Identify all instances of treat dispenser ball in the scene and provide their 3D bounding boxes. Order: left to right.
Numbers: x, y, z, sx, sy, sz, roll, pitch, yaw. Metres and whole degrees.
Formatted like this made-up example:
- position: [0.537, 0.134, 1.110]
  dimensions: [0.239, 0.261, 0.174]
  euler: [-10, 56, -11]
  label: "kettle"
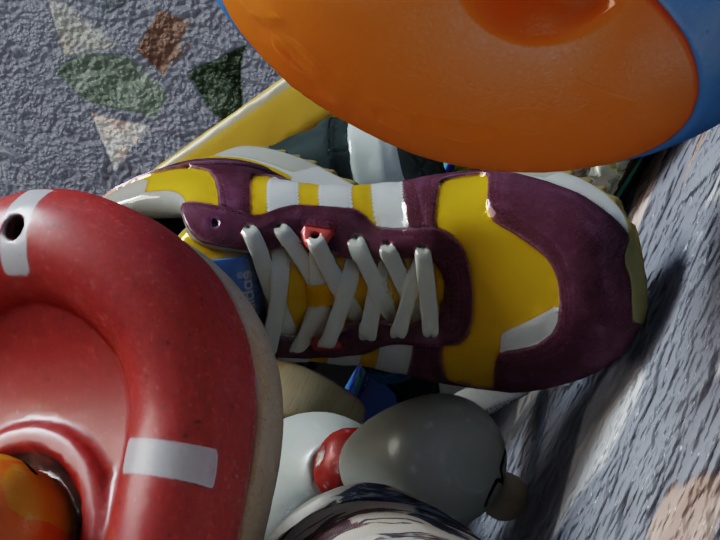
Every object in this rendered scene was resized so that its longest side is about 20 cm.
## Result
- position: [0.045, -0.126, 0.686]
  dimensions: [0.201, 0.201, 0.201]
  euler: [-157, 90, -86]
  label: "treat dispenser ball"

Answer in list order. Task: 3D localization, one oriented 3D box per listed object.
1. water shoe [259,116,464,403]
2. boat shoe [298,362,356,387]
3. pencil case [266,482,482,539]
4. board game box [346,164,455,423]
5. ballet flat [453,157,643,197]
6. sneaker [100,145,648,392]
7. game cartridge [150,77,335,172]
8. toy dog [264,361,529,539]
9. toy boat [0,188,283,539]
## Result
- position: [0.000, 0.000, 0.977]
  dimensions: [0.200, 0.079, 0.072]
  euler: [71, -167, -58]
  label: "water shoe"
- position: [-0.053, 0.052, 1.050]
  dimensions: [0.065, 0.074, 0.200]
  euler: [-18, 21, 38]
  label: "boat shoe"
- position: [0.007, 0.112, 0.722]
  dimensions: [0.200, 0.078, 0.090]
  euler: [-152, 83, -86]
  label: "pencil case"
- position: [0.040, -0.006, 1.167]
  dimensions: [0.200, 0.045, 0.152]
  euler: [-99, 33, -83]
  label: "board game box"
- position: [0.082, -0.073, 0.879]
  dimensions: [0.200, 0.064, 0.076]
  euler: [118, 176, -45]
  label: "ballet flat"
- position: [-0.007, 0.005, 0.810]
  dimensions: [0.090, 0.200, 0.075]
  euler: [-20, -71, -46]
  label: "sneaker"
- position: [-0.044, -0.032, 1.030]
  dimensions: [0.200, 0.032, 0.176]
  euler: [-36, -5, 9]
  label: "game cartridge"
- position: [0.010, 0.088, 0.918]
  dimensions: [0.132, 0.096, 0.200]
  euler: [-63, 19, 4]
  label: "toy dog"
- position: [-0.108, 0.070, 0.736]
  dimensions: [0.131, 0.130, 0.200]
  euler: [31, -115, -51]
  label: "toy boat"
